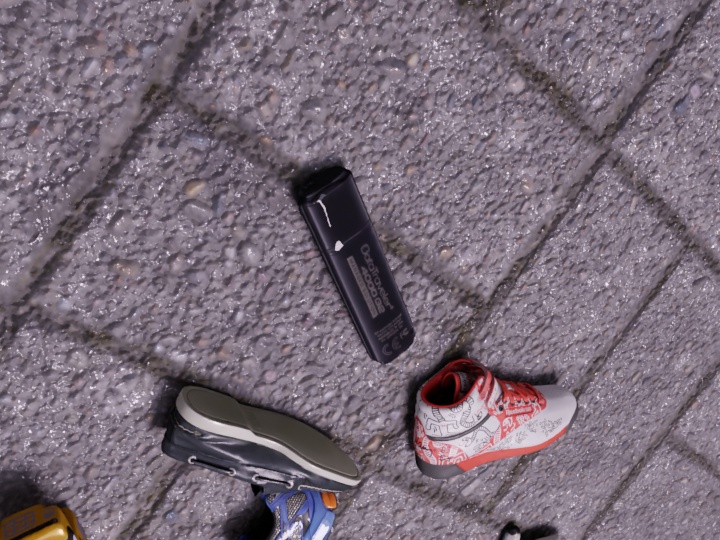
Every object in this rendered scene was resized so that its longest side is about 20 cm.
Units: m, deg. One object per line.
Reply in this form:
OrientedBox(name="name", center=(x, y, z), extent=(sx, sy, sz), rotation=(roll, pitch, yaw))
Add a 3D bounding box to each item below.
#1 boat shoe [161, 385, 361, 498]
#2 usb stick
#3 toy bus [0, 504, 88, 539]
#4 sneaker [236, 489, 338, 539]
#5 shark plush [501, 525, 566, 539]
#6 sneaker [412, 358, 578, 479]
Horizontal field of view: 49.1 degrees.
OrientedBox(name="boat shoe", center=(-0.090, 0.171, 0.713), extent=(0.198, 0.075, 0.066), rotation=(28, 102, -34))
OrientedBox(name="usb stick", center=(0.000, 0.000, 0.701), extent=(0.055, 0.033, 0.201), rotation=(-35, 125, -16))
OrientedBox(name="toy bus", center=(-0.252, 0.278, 0.676), extent=(0.064, 0.078, 0.202), rotation=(-22, 122, -15))
OrientedBox(name="sneaker", center=(-0.097, 0.294, 0.773), extent=(0.078, 0.075, 0.202), rotation=(24, 86, -23))
OrientedBox(name="shark plush", center=(0.186, 0.412, 0.986), extent=(0.201, 0.090, 0.083), rotation=(-56, 156, 2))
OrientedBox(name="sneaker", center=(0.146, 0.138, 0.825), extent=(0.199, 0.067, 0.109), rotation=(-17, 123, -17))
